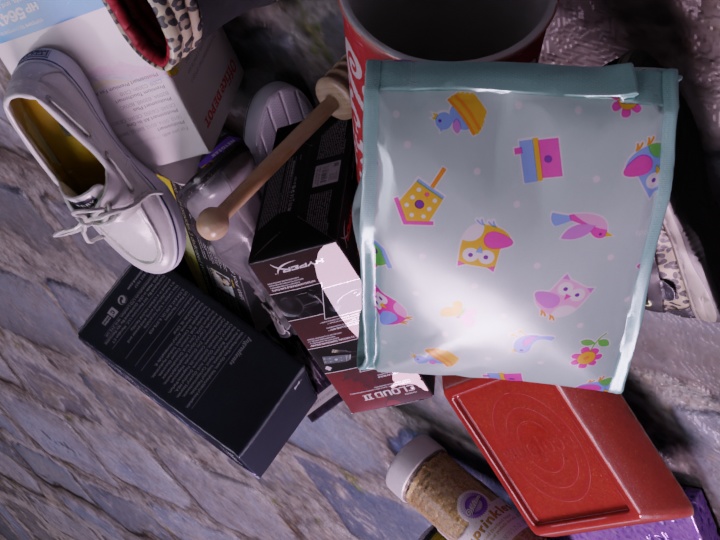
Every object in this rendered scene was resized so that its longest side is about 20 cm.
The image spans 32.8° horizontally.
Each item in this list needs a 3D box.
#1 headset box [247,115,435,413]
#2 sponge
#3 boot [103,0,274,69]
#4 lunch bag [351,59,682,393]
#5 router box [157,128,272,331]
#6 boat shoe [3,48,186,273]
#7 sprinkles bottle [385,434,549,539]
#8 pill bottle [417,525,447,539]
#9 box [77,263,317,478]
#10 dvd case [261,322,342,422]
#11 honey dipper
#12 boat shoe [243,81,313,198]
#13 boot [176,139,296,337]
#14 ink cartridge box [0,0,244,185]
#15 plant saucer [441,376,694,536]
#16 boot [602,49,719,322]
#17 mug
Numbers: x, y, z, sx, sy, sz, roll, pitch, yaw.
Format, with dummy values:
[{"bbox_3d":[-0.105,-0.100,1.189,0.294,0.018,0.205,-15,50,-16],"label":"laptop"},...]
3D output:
[{"bbox_3d":[0.000,0.000,0.949,0.076,0.150,0.201,-13,134,21],"label":"headset box"},{"bbox_3d":[0.238,0.232,1.116,0.199,0.030,0.112,2,131,48],"label":"sponge"},{"bbox_3d":[-0.112,-0.245,0.772,0.073,0.154,0.205,8,131,47],"label":"boot"},{"bbox_3d":[0.080,-0.037,0.679,0.168,0.123,0.201,4,136,3],"label":"lunch bag"},{"bbox_3d":[-0.151,-0.056,1.154,0.156,0.052,0.202,29,146,37],"label":"router box"},{"bbox_3d":[-0.200,-0.061,0.913,0.074,0.087,0.203,-13,125,20],"label":"boat shoe"},{"bbox_3d":[0.115,0.247,1.207,0.199,0.068,0.069,38,152,30],"label":"sprinkles bottle"},{"bbox_3d":[0.150,0.336,1.271,0.199,0.112,0.113,9,137,44],"label":"pill bottle"},{"bbox_3d":[-0.154,0.095,1.196,0.199,0.108,0.149,34,167,12],"label":"box"},{"bbox_3d":[-0.081,0.055,1.249,0.201,0.016,0.149,53,150,3],"label":"dvd case"},{"bbox_3d":[-0.051,-0.091,0.872,0.038,0.200,0.038,29,148,21],"label":"honey dipper"},{"bbox_3d":[-0.074,-0.076,1.045,0.071,0.072,0.202,36,145,40],"label":"boat shoe"},{"bbox_3d":[-0.076,-0.020,0.967,0.132,0.070,0.200,50,173,7],"label":"boot"},{"bbox_3d":[-0.187,-0.170,0.962,0.124,0.129,0.201,-12,124,20],"label":"ink cartridge box"},{"bbox_3d":[0.161,0.146,1.051,0.201,0.037,0.199,56,149,-2],"label":"plant saucer"},{"bbox_3d":[0.149,-0.042,0.802,0.152,0.074,0.205,-3,132,36],"label":"boot"},{"bbox_3d":[0.052,-0.134,0.810,0.131,0.179,0.201,-1,147,0],"label":"mug"}]
